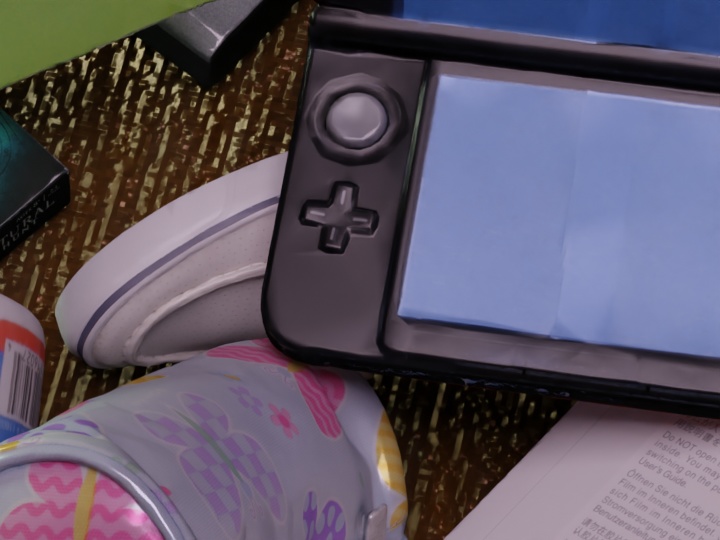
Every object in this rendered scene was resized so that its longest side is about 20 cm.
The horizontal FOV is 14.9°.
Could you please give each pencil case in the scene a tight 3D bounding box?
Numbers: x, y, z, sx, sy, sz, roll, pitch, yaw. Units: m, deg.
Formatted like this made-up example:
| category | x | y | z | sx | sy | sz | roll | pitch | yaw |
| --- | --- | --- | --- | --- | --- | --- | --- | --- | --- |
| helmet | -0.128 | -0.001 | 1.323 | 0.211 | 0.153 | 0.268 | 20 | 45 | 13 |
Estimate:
| category | x | y | z | sx | sy | sz | roll | pitch | yaw |
| --- | --- | --- | --- | --- | --- | --- | --- | --- | --- |
| pencil case | -0.051 | 0.076 | 0.806 | 0.083 | 0.200 | 0.091 | -39 | 83 | 18 |

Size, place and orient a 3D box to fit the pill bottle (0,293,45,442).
| category | x | y | z | sx | sy | sz | roll | pitch | yaw |
| --- | --- | --- | --- | --- | --- | --- | --- | --- | --- |
| pill bottle | -0.160 | 0.104 | 0.822 | 0.112 | 0.112 | 0.200 | 7 | 75 | -1 |

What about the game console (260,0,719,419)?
| category | x | y | z | sx | sy | sz | roll | pitch | yaw |
| --- | --- | --- | --- | --- | --- | --- | --- | --- | --- |
| game console | 0.075 | -0.058 | 0.824 | 0.200 | 0.119 | 0.172 | 7 | 67 | 7 |

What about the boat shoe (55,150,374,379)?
| category | x | y | z | sx | sy | sz | roll | pitch | yaw |
| --- | --- | --- | --- | --- | --- | --- | --- | --- | --- |
| boat shoe | 0.000 | 0.000 | 0.917 | 0.200 | 0.071 | 0.070 | -20 | 65 | -20 |

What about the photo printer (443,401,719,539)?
| category | x | y | z | sx | sy | sz | roll | pitch | yaw |
| --- | --- | --- | --- | --- | --- | --- | --- | --- | --- |
| photo printer | 0.105 | 0.111 | 0.843 | 0.166 | 0.069 | 0.200 | 28 | 62 | 38 |

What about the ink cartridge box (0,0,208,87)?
| category | x | y | z | sx | sy | sz | roll | pitch | yaw |
| --- | --- | --- | --- | --- | --- | --- | --- | --- | --- |
| ink cartridge box | -0.159 | -0.111 | 0.861 | 0.200 | 0.076 | 0.148 | -24 | 101 | -5 |

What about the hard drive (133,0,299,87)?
| category | x | y | z | sx | sy | sz | roll | pitch | yaw |
| --- | --- | --- | --- | --- | --- | --- | --- | --- | --- |
| hard drive | -0.086 | -0.173 | 1.009 | 0.200 | 0.033 | 0.140 | 37 | 67 | 12 |

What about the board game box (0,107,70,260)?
| category | x | y | z | sx | sy | sz | roll | pitch | yaw |
| --- | --- | --- | --- | --- | --- | --- | --- | --- | --- |
| board game box | -0.216 | -0.010 | 0.924 | 0.135 | 0.028 | 0.200 | 42 | 68 | 14 |
